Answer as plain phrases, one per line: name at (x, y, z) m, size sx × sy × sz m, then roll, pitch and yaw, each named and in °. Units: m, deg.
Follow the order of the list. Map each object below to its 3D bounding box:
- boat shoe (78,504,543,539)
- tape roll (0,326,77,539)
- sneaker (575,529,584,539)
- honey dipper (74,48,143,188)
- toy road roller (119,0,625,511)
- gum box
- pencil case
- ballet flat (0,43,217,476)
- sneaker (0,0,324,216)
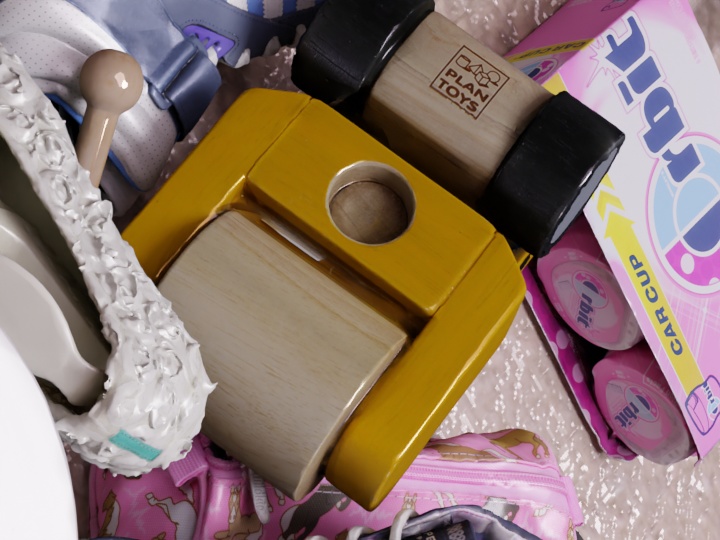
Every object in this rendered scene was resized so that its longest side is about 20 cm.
boat shoe at (-0.009, 0.109, 0.640) m, size 0.199 × 0.075 × 0.093 m, roll 22°, pitch 116°, yaw -31°
tape roll at (-0.203, 0.085, 0.564) m, size 0.201 × 0.139 × 0.205 m, roll 2°, pitch 86°, yaw -38°
sneaker at (0.058, 0.203, 0.809) m, size 0.090 × 0.076 × 0.202 m, roll 16°, pitch 74°, yaw -29°
honey dipper at (-0.114, 0.020, 0.667) m, size 0.038 × 0.038 × 0.202 m, roll 12°, pitch 97°, yaw -37°
toy road roller at (0.000, 0.000, 0.720) m, size 0.122 × 0.146 × 0.200 m, roll 35°, pitch 65°, yaw 9°
gum box at (0.130, -0.018, 0.881) m, size 0.113 × 0.066 × 0.201 m, roll -40°, pitch 111°, yaw -34°
pencil case at (-0.007, 0.096, 0.749) m, size 0.198 × 0.086 × 0.084 m, roll 9°, pitch 97°, yaw -37°
ballet flat at (-0.120, -0.019, 0.619) m, size 0.071 × 0.072 × 0.200 m, roll -27°, pitch 67°, yaw -36°
sneaker at (-0.062, -0.089, 0.737) m, size 0.199 × 0.080 × 0.148 m, roll 16°, pitch 89°, yaw -44°
